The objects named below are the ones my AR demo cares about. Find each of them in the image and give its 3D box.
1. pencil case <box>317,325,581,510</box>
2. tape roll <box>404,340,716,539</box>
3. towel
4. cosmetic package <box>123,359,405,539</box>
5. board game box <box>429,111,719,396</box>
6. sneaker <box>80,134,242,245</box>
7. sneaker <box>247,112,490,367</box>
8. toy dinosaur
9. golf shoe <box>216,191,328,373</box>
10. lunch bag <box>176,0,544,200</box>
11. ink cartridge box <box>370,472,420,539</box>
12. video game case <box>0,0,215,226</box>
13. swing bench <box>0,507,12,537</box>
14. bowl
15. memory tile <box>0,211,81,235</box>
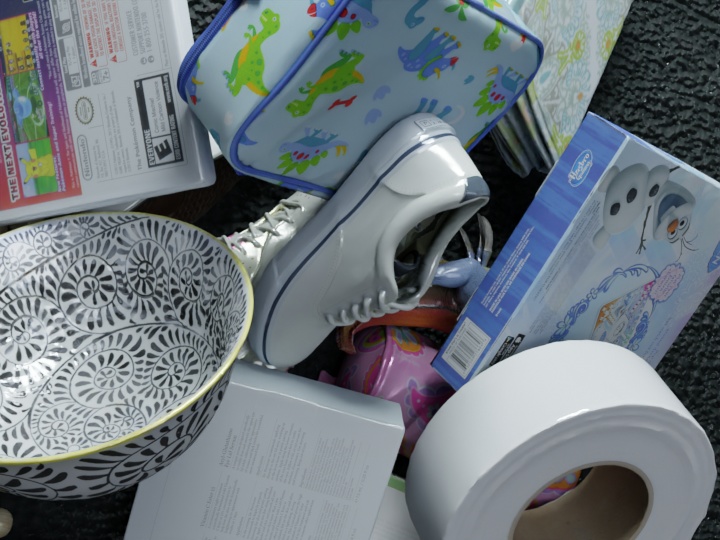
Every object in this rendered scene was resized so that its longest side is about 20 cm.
[{"bbox_3d":[0.069,0.110,0.872,0.200,0.087,0.088,28,80,-22],"label":"pencil case"},{"bbox_3d":[0.135,0.147,0.807,0.202,0.071,0.203,-10,125,-15],"label":"tape roll"},{"bbox_3d":[0.135,-0.189,0.866,0.200,0.048,0.171,-64,147,-20],"label":"towel"},{"bbox_3d":[-0.072,0.164,0.771,0.151,0.052,0.200,16,102,-7],"label":"cosmetic package"},{"bbox_3d":[0.170,0.010,0.840,0.199,0.043,0.200,17,110,-46],"label":"board game box"},{"bbox_3d":[-0.118,-0.088,0.789,0.085,0.073,0.200,42,64,14],"label":"sneaker"},{"bbox_3d":[0.000,0.000,0.714,0.073,0.200,0.071,-2,49,-46],"label":"sneaker"},{"bbox_3d":[0.083,0.020,0.870,0.200,0.105,0.181,-51,120,-10],"label":"toy dinosaur"},{"bbox_3d":[-0.062,-0.005,0.807,0.091,0.075,0.200,35,76,-29],"label":"golf shoe"},{"bbox_3d":[0.001,-0.115,0.692,0.161,0.082,0.200,-48,150,20],"label":"lunch bag"},{"bbox_3d":[0.023,0.256,0.872,0.145,0.048,0.200,26,83,-23],"label":"ink cartridge box"},{"bbox_3d":[-0.185,-0.133,0.710,0.182,0.023,0.200,-9,91,17],"label":"video game case"},{"bbox_3d":[-0.315,0.117,0.629,0.200,0.199,0.130,37,76,-22],"label":"swing bench"},{"bbox_3d":[-0.153,0.062,0.671,0.201,0.201,0.094,-25,134,-22],"label":"bowl"},{"bbox_3d":[-0.191,0.035,0.784,0.153,0.017,0.200,-13,96,-24],"label":"memory tile"}]
